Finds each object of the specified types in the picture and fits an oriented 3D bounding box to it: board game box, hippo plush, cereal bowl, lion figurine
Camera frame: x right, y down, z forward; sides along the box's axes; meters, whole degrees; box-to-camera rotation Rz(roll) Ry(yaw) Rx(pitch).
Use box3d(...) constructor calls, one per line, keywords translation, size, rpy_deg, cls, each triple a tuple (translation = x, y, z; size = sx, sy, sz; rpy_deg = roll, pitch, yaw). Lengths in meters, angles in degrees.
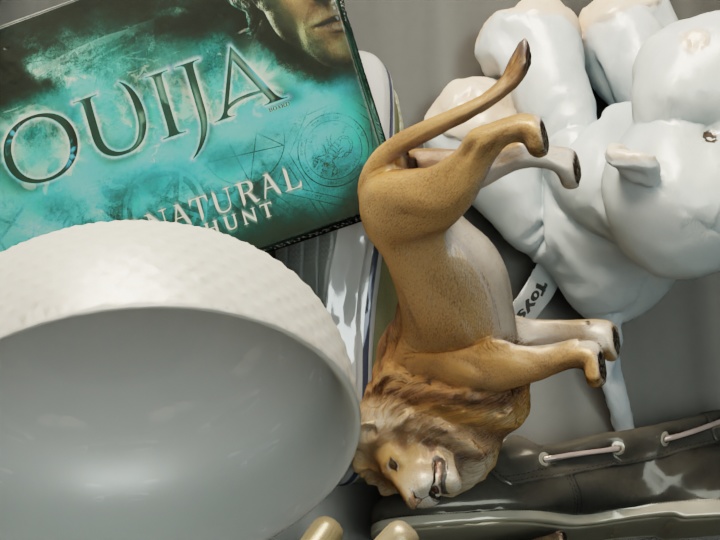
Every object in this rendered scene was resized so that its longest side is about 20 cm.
box3d(translation=(-0.093, -0.062, 1.017), size=(0.199, 0.028, 0.136), rpy_deg=(-19, 83, 8), cls="board game box")
box3d(translation=(0.116, -0.050, 1.030), size=(0.159, 0.161, 0.201), rpy_deg=(26, 80, -8), cls="hippo plush")
box3d(translation=(-0.103, 0.046, 0.978), size=(0.198, 0.201, 0.084), rpy_deg=(-2, 51, -12), cls="cereal bowl")
box3d(translation=(0.038, 0.004, 0.974), size=(0.122, 0.073, 0.201), rpy_deg=(-7, 110, 18), cls="lion figurine")

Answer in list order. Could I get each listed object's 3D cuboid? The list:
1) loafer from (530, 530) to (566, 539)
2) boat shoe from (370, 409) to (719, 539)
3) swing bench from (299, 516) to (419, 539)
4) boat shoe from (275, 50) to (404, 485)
box3d(translation=(0.072, 0.145, 1.028), size=(0.199, 0.073, 0.072), rpy_deg=(8, 112, -17), cls="loafer")
box3d(translation=(0.098, 0.097, 1.067), size=(0.198, 0.067, 0.057), rpy_deg=(-2, 69, -13), cls="boat shoe")
box3d(translation=(0.009, 0.234, 0.882), size=(0.199, 0.130, 0.200), rpy_deg=(42, 75, -8), cls="swing bench")
box3d(translation=(0.000, 0.000, 1.058), size=(0.062, 0.072, 0.202), rpy_deg=(4, 90, -31), cls="boat shoe")
